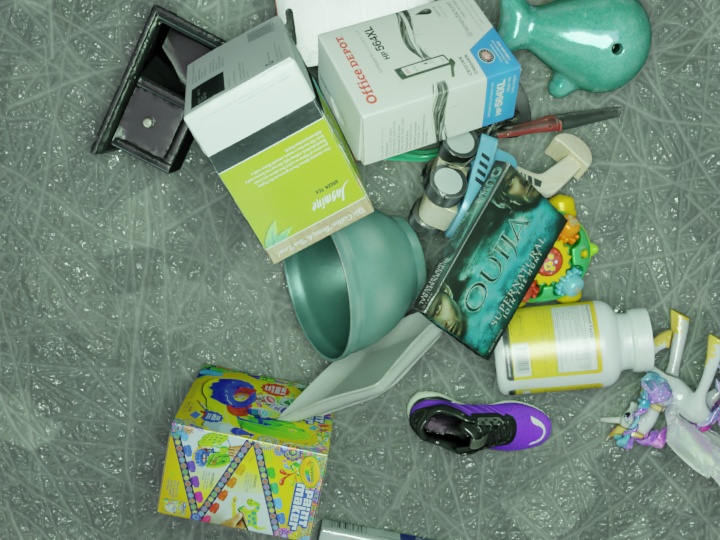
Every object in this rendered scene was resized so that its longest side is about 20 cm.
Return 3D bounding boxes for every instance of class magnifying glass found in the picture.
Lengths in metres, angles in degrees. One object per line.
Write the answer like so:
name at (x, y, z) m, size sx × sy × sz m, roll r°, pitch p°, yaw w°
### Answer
magnifying glass at (0.028, -0.156, 1.210) m, size 0.198 × 0.080 × 0.023 m, roll -4°, pitch 75°, yaw 12°

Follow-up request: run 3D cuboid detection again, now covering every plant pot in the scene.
plant pot at (0.000, 0.000, 1.183) m, size 0.133 × 0.200 × 0.202 m, roll -15°, pitch 100°, yaw -24°

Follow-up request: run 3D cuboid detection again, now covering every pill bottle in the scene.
pill bottle at (0.273, 0.099, 1.213) m, size 0.198 × 0.112 × 0.113 m, roll -6°, pitch 99°, yaw 9°

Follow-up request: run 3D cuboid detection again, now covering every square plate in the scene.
square plate at (0.015, 0.116, 1.145) m, size 0.199 × 0.198 × 0.029 m, roll -27°, pitch 101°, yaw 46°

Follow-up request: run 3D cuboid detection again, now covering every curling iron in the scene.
curling iron at (0.248, -0.194, 1.195) m, size 0.198 × 0.050 × 0.026 m, roll -5°, pitch 59°, yaw -17°

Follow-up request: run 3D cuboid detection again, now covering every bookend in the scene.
bookend at (-0.207, -0.198, 1.189) m, size 0.197 × 0.092 × 0.201 m, roll 27°, pitch 99°, yaw -4°

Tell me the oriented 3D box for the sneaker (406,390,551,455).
sneaker at (0.161, 0.216, 1.247) m, size 0.198 × 0.100 × 0.070 m, roll 6°, pitch 101°, yaw 0°

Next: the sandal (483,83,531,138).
sandal at (0.155, -0.258, 1.202) m, size 0.076 × 0.043 × 0.201 m, roll -30°, pitch 98°, yaw 5°

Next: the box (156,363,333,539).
box at (-0.138, 0.228, 1.197) m, size 0.191 × 0.200 × 0.123 m, roll 12°, pitch 105°, yaw -2°

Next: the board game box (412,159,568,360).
board game box at (0.156, -0.010, 1.103) m, size 0.135 × 0.028 × 0.201 m, roll 35°, pitch 83°, yaw -38°

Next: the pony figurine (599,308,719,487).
pony figurine at (0.436, 0.180, 1.232) m, size 0.192 × 0.166 × 0.201 m, roll 31°, pitch 103°, yaw 28°

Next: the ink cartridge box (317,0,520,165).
ink cartridge box at (0.065, -0.227, 1.091) m, size 0.198 × 0.085 × 0.147 m, roll -19°, pitch 58°, yaw -13°

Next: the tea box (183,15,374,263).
tea box at (-0.095, -0.153, 1.059) m, size 0.133 × 0.200 × 0.198 m, roll -26°, pitch 119°, yaw 5°

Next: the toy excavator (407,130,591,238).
toy excavator at (0.181, -0.110, 1.171) m, size 0.198 × 0.100 × 0.196 m, roll 22°, pitch 60°, yaw -4°

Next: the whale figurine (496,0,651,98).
whale figurine at (0.265, -0.288, 1.150) m, size 0.198 × 0.104 × 0.161 m, roll 7°, pitch 113°, yaw -12°

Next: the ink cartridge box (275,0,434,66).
ink cartridge box at (-0.004, -0.320, 1.191) m, size 0.198 × 0.050 × 0.110 m, roll -7°, pitch 100°, yaw 2°

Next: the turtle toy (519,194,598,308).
turtle toy at (0.212, -0.016, 1.210) m, size 0.198 × 0.101 × 0.147 m, roll -7°, pitch 99°, yaw 1°

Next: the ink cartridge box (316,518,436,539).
ink cartridge box at (0.020, 0.466, 1.319) m, size 0.194 × 0.043 × 0.202 m, roll 12°, pitch 101°, yaw -3°
